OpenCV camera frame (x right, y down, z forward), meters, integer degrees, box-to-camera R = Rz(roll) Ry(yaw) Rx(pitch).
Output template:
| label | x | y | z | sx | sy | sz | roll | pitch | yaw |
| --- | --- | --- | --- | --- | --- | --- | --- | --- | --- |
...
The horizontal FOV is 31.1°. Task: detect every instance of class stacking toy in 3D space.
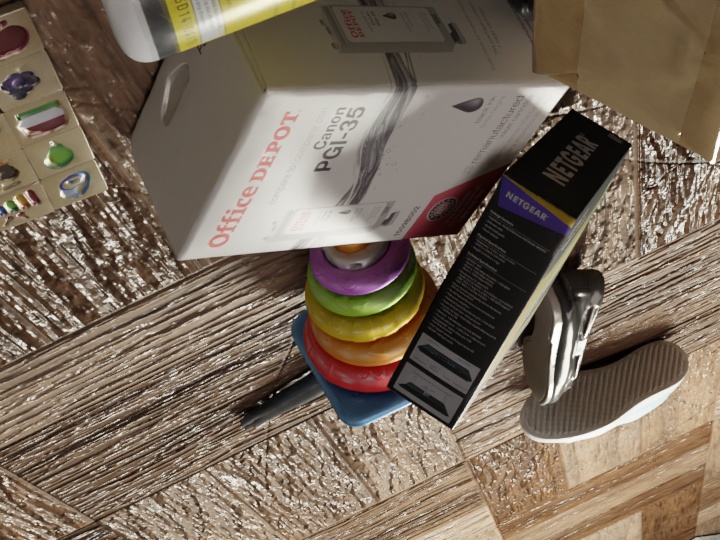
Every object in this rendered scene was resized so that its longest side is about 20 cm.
| label | x | y | z | sx | sy | sz | roll | pitch | yaw |
| --- | --- | --- | --- | --- | --- | --- | --- | --- | --- |
| stacking toy | 0.000 | 0.000 | 0.885 | 0.109 | 0.116 | 0.201 | -27 | 140 | -9 |

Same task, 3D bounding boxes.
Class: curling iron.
| label | x | y | z | sx | sy | sz | roll | pitch | yaw |
| --- | --- | --- | --- | --- | --- | --- | --- | --- | --- |
| curling iron | -0.014 | 0.088 | 1.091 | 0.199 | 0.026 | 0.050 | -29 | 151 | 9 |

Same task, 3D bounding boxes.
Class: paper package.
| label | x | y | z | sx | sy | sz | roll | pitch | yaw |
| --- | --- | --- | --- | --- | --- | --- | --- | --- | --- |
| paper package | 0.166 | -0.180 | 0.562 | 0.201 | 0.103 | 0.191 | -56 | 163 | -13 |

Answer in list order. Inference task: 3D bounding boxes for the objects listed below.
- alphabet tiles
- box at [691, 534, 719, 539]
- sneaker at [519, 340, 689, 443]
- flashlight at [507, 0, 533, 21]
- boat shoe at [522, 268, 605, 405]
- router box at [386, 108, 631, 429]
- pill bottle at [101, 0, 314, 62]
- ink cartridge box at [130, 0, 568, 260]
| label | x | y | z | sx | sy | sz | roll | pitch | yaw |
| --- | --- | --- | --- | --- | --- | --- | --- | --- | --- |
| alphabet tiles | -0.242 | -0.050 | 0.663 | 0.198 | 0.008 | 0.168 | -22 | 154 | -7 |
| box | 0.685 | 0.584 | 2.527 | 0.199 | 0.102 | 0.112 | 8 | 140 | -48 |
| sneaker | 0.258 | 0.145 | 1.381 | 0.198 | 0.074 | 0.082 | -18 | 150 | -13 |
| flashlight | 0.161 | -0.157 | 0.753 | 0.199 | 0.068 | 0.068 | 7 | 121 | -48 |
| boat shoe | 0.186 | 0.064 | 1.177 | 0.056 | 0.067 | 0.201 | -16 | 149 | -7 |
| router box | 0.101 | -0.008 | 0.838 | 0.158 | 0.052 | 0.200 | -63 | 170 | 26 |
| pill bottle | -0.021 | -0.168 | 0.518 | 0.198 | 0.113 | 0.112 | -22 | 154 | -6 |
| ink cartridge box | -0.008 | -0.084 | 0.716 | 0.198 | 0.083 | 0.147 | -7 | 149 | -34 |
